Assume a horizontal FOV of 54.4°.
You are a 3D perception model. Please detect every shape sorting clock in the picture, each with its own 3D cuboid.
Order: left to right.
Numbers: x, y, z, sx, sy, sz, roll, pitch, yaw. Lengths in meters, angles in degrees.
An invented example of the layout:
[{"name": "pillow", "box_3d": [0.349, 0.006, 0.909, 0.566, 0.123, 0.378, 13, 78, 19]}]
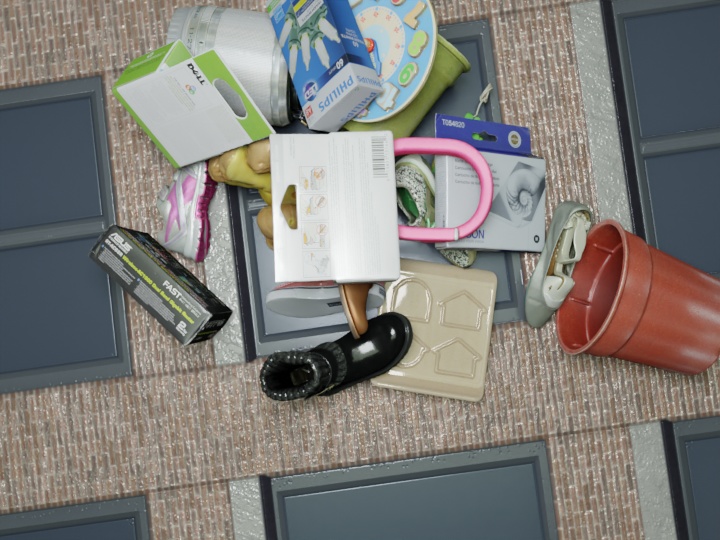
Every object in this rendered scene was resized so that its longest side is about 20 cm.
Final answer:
[{"name": "shape sorting clock", "box_3d": [0.016, -0.306, 0.958, 0.195, 0.039, 0.207, 2, 94, 35]}]

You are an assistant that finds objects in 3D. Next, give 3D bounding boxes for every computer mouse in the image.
[{"name": "computer mouse", "box_3d": [-0.030, -0.180, 1.030, 0.058, 0.198, 0.035, 33, 95, 44]}]

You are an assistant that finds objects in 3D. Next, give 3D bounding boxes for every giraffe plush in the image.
[{"name": "giraffe plush", "box_3d": [-0.121, -0.114, 1.084, 0.196, 0.171, 0.168, -13, 98, -34]}]

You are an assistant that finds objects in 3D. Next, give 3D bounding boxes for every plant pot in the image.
[{"name": "plant pot", "box_3d": [0.039, -0.279, 1.066, 0.197, 0.200, 0.187, 32, 100, 3]}, {"name": "plant pot", "box_3d": [0.421, 0.054, 1.036, 0.190, 0.201, 0.207, 18, 88, -6]}]

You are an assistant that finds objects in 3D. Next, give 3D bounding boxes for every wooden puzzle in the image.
[{"name": "wooden puzzle", "box_3d": [0.114, 0.091, 1.107, 0.179, 0.046, 0.207, 8, 83, 1]}]

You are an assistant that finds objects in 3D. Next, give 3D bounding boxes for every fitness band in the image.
[{"name": "fitness band", "box_3d": [0.092, -0.115, 1.000, 0.193, 0.037, 0.149, 3, 88, 10]}]

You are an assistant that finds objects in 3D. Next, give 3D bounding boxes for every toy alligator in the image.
[{"name": "toy alligator", "box_3d": [0.166, -0.200, 1.110, 0.054, 0.059, 0.202, 37, 89, 3]}]

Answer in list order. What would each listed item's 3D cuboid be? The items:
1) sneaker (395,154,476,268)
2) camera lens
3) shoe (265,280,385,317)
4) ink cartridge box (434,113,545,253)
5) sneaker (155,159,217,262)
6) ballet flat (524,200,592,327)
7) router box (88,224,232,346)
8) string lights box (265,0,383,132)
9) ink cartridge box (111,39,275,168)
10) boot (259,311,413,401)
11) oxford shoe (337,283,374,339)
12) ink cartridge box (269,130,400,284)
[{"name": "sneaker", "box_3d": [0.101, -0.076, 1.073, 0.202, 0.076, 0.089, 52, 46, -8]}, {"name": "camera lens", "box_3d": [-0.183, -0.313, 1.073, 0.193, 0.160, 0.165, 7, 87, 2]}, {"name": "shoe", "box_3d": [-0.053, 0.014, 1.105, 0.194, 0.072, 0.093, -6, 60, 16]}, {"name": "ink cartridge box", "box_3d": [0.201, -0.132, 1.072, 0.194, 0.040, 0.207, 0, 87, -28]}, {"name": "sneaker", "box_3d": [-0.279, -0.121, 1.105, 0.085, 0.081, 0.207, 7, 85, 2]}, {"name": "ballet flat", "box_3d": [0.305, -0.006, 1.075, 0.066, 0.063, 0.206, 14, 94, -28]}, {"name": "router box", "box_3d": [-0.297, 0.023, 1.064, 0.199, 0.150, 0.062, 42, 89, 3]}, {"name": "string lights box", "box_3d": [-0.051, -0.304, 0.950, 0.102, 0.058, 0.205, -32, 71, 37]}, {"name": "ink cartridge box", "box_3d": [-0.220, -0.240, 0.973, 0.195, 0.149, 0.077, -10, 45, 31]}, {"name": "boot", "box_3d": [-0.032, 0.127, 1.023, 0.209, 0.157, 0.081, -35, 67, 16]}, {"name": "oxford shoe", "box_3d": [0.000, 0.000, 1.017, 0.069, 0.072, 0.205, -8, 62, 7]}, {"name": "ink cartridge box", "box_3d": [-0.036, -0.085, 0.960, 0.170, 0.045, 0.207, -2, 84, -7]}]
